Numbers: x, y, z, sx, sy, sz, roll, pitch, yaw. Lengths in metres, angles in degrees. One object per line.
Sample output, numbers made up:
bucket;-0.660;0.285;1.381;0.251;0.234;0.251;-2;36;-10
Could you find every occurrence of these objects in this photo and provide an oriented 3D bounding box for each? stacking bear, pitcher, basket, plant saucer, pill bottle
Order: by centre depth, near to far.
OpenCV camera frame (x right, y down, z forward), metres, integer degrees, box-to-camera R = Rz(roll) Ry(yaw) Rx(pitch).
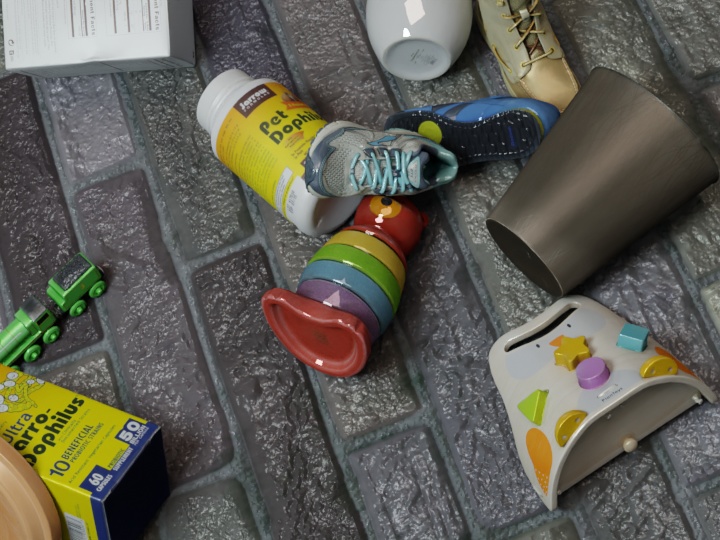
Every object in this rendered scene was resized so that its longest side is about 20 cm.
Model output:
plant saucer;-0.384;0.231;1.547;0.198;0.202;0.032;18;38;20
basket;0.235;-0.083;1.615;0.200;0.136;0.180;-44;62;-8
stacking bear;0.000;0.000;1.632;0.120;0.114;0.201;19;58;21
pill bottle;-0.088;-0.135;1.717;0.109;0.110;0.200;-44;63;-12
pitcher;0.075;-0.331;1.753;0.120;0.172;0.202;12;61;-13

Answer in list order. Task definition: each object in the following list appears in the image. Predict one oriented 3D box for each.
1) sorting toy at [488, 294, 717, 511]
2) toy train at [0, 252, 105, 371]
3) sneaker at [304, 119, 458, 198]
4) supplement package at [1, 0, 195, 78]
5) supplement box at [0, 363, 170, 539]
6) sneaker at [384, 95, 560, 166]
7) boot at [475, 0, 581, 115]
sorting toy;0.216;0.102;1.556;0.199;0.107;0.180;-32;42;-6
toy train;-0.357;0.061;1.703;0.042;0.057;0.200;38;76;26
sneaker;0.025;-0.113;1.619;0.086;0.199;0.079;17;110;39
supplement package;-0.302;-0.289;1.821;0.197;0.114;0.111;-3;91;9
supplement box;-0.306;0.195;1.577;0.198;0.110;0.109;18;46;19
sneaker;0.124;-0.155;1.715;0.198;0.067;0.078;-1;22;30
boot;0.180;-0.266;1.702;0.072;0.156;0.201;-24;63;-4
